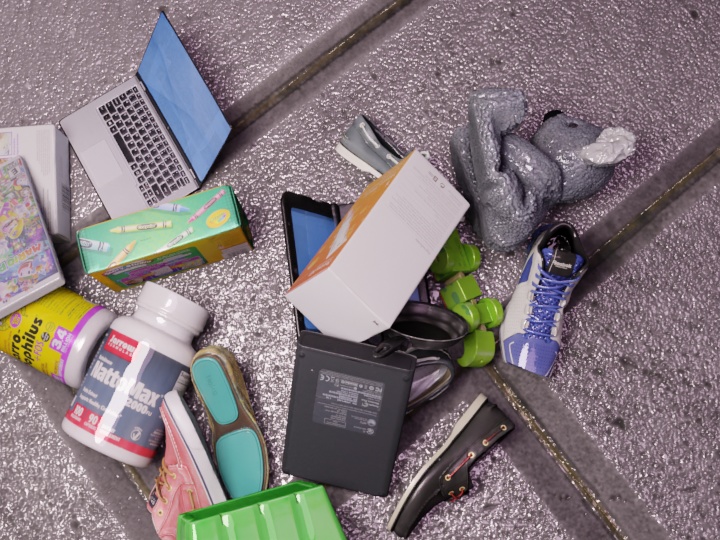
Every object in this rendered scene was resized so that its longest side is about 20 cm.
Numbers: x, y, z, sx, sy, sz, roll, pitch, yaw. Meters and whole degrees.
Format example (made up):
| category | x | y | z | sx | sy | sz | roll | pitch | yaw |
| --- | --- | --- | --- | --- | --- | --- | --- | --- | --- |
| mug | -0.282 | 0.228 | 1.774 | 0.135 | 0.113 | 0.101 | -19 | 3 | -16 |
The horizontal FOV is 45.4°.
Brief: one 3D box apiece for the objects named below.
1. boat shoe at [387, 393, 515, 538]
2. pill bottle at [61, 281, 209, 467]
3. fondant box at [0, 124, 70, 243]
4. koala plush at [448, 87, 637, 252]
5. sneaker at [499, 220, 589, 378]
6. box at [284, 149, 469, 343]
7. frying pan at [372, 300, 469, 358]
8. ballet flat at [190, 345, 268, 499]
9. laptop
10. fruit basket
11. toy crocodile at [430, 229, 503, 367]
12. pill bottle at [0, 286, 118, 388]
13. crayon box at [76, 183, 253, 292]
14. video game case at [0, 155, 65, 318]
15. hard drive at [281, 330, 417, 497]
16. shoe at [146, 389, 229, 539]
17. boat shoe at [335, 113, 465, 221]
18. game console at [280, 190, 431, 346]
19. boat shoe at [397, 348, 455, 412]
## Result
| category | x | y | z | sx | sy | sz | roll | pitch | yaw |
| --- | --- | --- | --- | --- | --- | --- | --- | --- | --- |
| boat shoe | 0.110 | 0.246 | 1.045 | 0.063 | 0.074 | 0.202 | 38 | 77 | 16 |
| pill bottle | -0.268 | 0.123 | 1.055 | 0.118 | 0.120 | 0.203 | 23 | 79 | 6 |
| fondant box | -0.488 | -0.107 | 1.134 | 0.195 | 0.058 | 0.148 | -4 | 82 | -1 |
| koala plush | 0.233 | -0.127 | 1.077 | 0.195 | 0.178 | 0.188 | -11 | 79 | -8 |
| sneaker | 0.228 | 0.024 | 1.068 | 0.079 | 0.115 | 0.204 | 15 | 79 | 5 |
| box | 0.021 | -0.024 | 1.012 | 0.097 | 0.124 | 0.201 | 42 | 59 | -11 |
| frying pan | 0.071 | 0.078 | 0.998 | 0.112 | 0.191 | 0.032 | 9 | 111 | 1 |
| ballet flat | -0.154 | 0.187 | 1.061 | 0.069 | 0.071 | 0.204 | -18 | 98 | -3 |
| laptop | -0.285 | -0.188 | 1.122 | 0.198 | 0.116 | 0.189 | -31 | 79 | -5 |
| fruit basket | -0.110 | 0.360 | 0.978 | 0.211 | 0.155 | 0.221 | 4 | 80 | -21 |
| toy crocodile | 0.126 | 0.023 | 1.102 | 0.067 | 0.061 | 0.204 | -8 | 73 | -43 |
| pill bottle | -0.410 | 0.061 | 1.077 | 0.197 | 0.104 | 0.106 | 24 | 79 | 6 |
| crayon box | -0.241 | -0.038 | 1.087 | 0.196 | 0.119 | 0.059 | -17 | 78 | -3 |
| video game case | -0.451 | -0.033 | 1.051 | 0.141 | 0.018 | 0.202 | -28 | 62 | -3 |
| hard drive | -0.018 | 0.175 | 1.018 | 0.136 | 0.033 | 0.204 | 12 | 121 | 4 |
| shoe | -0.216 | 0.247 | 1.018 | 0.089 | 0.071 | 0.204 | -22 | 109 | -11 |
| boat shoe | 0.060 | -0.133 | 1.119 | 0.198 | 0.073 | 0.063 | 34 | 103 | 14 |
| game console | 0.000 | 0.000 | 1.077 | 0.172 | 0.117 | 0.205 | -8 | 78 | 0 |
| boat shoe | 0.024 | 0.150 | 1.059 | 0.198 | 0.060 | 0.076 | -32 | 111 | 1 |
